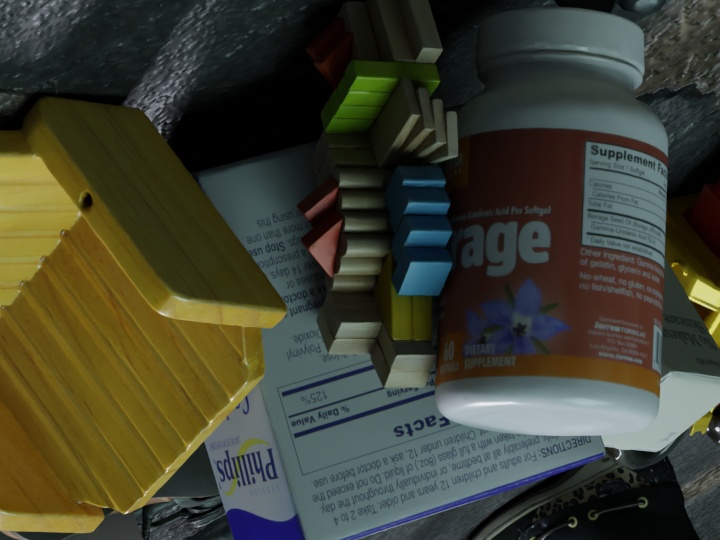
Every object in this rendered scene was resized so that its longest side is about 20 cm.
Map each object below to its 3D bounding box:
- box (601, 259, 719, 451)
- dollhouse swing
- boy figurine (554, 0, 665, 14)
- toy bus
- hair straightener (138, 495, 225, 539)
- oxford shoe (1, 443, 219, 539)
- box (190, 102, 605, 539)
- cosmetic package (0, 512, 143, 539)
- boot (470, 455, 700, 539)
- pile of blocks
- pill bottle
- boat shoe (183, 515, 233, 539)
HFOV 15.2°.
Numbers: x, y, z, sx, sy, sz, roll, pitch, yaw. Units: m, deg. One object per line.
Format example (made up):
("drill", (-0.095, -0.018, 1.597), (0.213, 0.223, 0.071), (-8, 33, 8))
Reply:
("box", (0.121, -0.001, 1.486), (0.068, 0.200, 0.082), (-42, 152, 25))
("dollhouse swing", (-0.183, 0.036, 1.304), (0.176, 0.182, 0.200), (-21, 159, -51))
("boy figurine", (0.158, -0.206, 1.298), (0.124, 0.065, 0.200), (-9, 152, -31))
("toy bus", (0.208, 0.012, 1.706), (0.200, 0.136, 0.192), (-8, 136, -31))
("hair straightener", (-0.063, 0.138, 1.745), (0.200, 0.041, 0.077), (-26, 157, -20))
("oxford shoe", (-0.135, 0.111, 1.624), (0.200, 0.072, 0.071), (-16, -179, -26))
("box", (0.004, 0.032, 1.406), (0.183, 0.201, 0.105), (-15, 177, -26))
("cosmetic package", (-0.196, 0.213, 1.712), (0.107, 0.090, 0.200), (-17, 157, -16))
("boot", (0.177, 0.237, 2.056), (0.203, 0.154, 0.073), (-37, 154, 17))
("pile of blocks", (0.004, -0.044, 1.315), (0.062, 0.201, 0.082), (0, 171, -24))
("pill bottle", (0.096, -0.023, 1.339), (0.112, 0.201, 0.112), (3, 168, 1))
("boat shoe", (-0.066, 0.217, 1.875), (0.065, 0.075, 0.202), (-24, 152, 6))
